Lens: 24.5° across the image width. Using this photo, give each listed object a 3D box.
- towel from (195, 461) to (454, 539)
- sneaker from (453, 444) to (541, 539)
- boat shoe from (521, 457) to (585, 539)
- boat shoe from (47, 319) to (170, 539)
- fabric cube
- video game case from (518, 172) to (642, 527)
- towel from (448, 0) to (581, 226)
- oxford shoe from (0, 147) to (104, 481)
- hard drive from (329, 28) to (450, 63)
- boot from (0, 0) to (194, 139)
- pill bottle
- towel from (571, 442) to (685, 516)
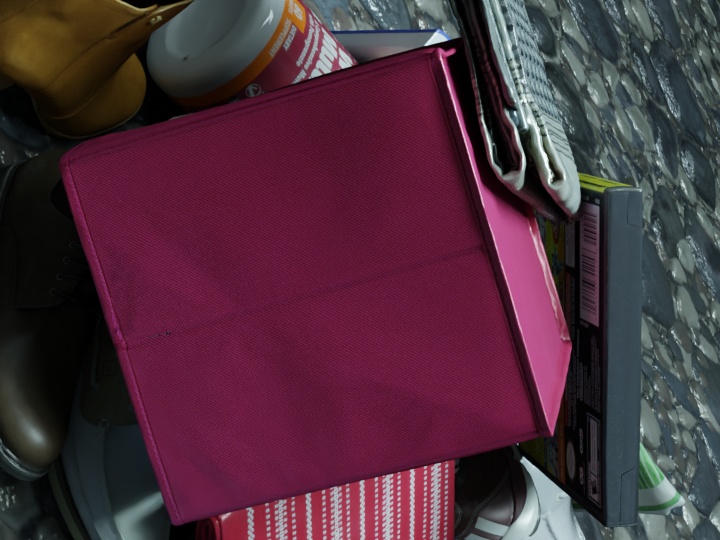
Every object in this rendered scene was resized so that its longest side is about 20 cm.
[{"bbox_3d":[-0.016,0.160,0.961,0.200,0.022,0.145,-24,124,-41],"label":"towel"},{"bbox_3d":[0.045,0.095,1.110,0.115,0.076,0.200,19,36,-38],"label":"sneaker"},{"bbox_3d":[0.126,0.145,1.224,0.200,0.068,0.072,61,28,-9],"label":"boat shoe"},{"bbox_3d":[-0.129,0.069,0.919,0.075,0.068,0.200,21,52,-53],"label":"boat shoe"},{"bbox_3d":[-0.013,-0.005,0.882,0.196,0.199,0.200,-42,116,-75],"label":"fabric cube"},{"bbox_3d":[0.134,0.039,1.038,0.181,0.025,0.200,-145,-126,-76],"label":"video game case"},{"bbox_3d":[0.081,-0.125,0.900,0.200,0.034,0.193,15,60,-75],"label":"towel"},{"bbox_3d":[-0.166,0.014,0.882,0.073,0.084,0.200,36,43,-46],"label":"oxford shoe"},{"bbox_3d":[0.028,-0.122,1.215,0.025,0.200,0.132,-51,121,-18],"label":"hard drive"},{"bbox_3d":[-0.144,-0.135,0.964,0.201,0.144,0.071,-6,75,-61],"label":"boot"},{"bbox_3d":[-0.047,-0.114,1.146,0.200,0.109,0.110,43,36,-42],"label":"pill bottle"},{"bbox_3d":[0.143,0.099,1.230,0.023,0.152,0.200,-40,103,-25],"label":"towel"}]
